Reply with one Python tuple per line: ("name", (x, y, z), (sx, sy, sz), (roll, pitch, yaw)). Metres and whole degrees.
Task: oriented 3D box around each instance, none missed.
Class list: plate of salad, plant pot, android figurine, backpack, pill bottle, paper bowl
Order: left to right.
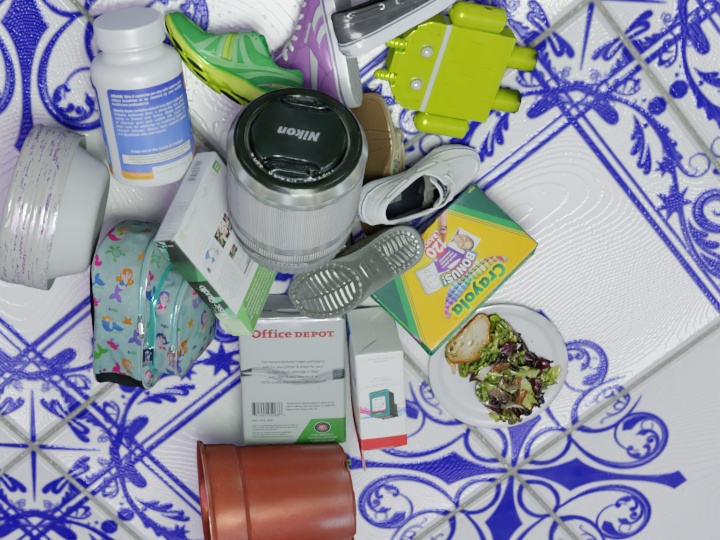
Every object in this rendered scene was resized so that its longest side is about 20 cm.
("paper bowl", (-0.374, -0.074, 1.455), (0.104, 0.201, 0.201), (12, 112, -8))
("pill bottle", (-0.268, -0.213, 1.438), (0.112, 0.112, 0.200), (-5, 121, -1))
("backpack", (-0.271, 0.037, 1.516), (0.150, 0.178, 0.200), (1, 111, 14))
("plant pot", (-0.114, 0.317, 1.588), (0.195, 0.201, 0.201), (-6, 114, -11))
("android figurine", (0.117, -0.252, 1.472), (0.200, 0.041, 0.182), (8, 125, -18))
("plate of salad", (0.197, 0.142, 1.665), (0.200, 0.048, 0.200), (-1, 113, -3))

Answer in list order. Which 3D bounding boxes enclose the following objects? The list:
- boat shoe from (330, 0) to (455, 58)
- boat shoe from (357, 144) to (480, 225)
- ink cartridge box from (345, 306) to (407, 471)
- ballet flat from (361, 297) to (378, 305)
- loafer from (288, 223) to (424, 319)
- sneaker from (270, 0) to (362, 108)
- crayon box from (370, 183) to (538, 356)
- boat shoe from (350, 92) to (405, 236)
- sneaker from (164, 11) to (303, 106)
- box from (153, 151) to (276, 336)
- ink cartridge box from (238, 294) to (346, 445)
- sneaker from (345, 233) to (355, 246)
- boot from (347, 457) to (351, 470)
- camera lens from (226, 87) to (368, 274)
("boat shoe", (0.047, -0.329, 1.410), (0.200, 0.070, 0.066), (-33, 116, -15))
("boat shoe", (0.087, -0.102, 1.494), (0.200, 0.065, 0.074), (-30, 121, -28))
("ink cartridge box", (0.022, 0.164, 1.620), (0.067, 0.116, 0.200), (-6, 121, -4))
("ballet flat", (0.073, 0.016, 1.593), (0.200, 0.069, 0.070), (-10, 114, 2))
("loafer", (0.000, 0.000, 1.493), (0.200, 0.070, 0.075), (-25, 98, 22))
("sneaker", (-0.068, -0.295, 1.449), (0.114, 0.073, 0.201), (-2, 103, 19))
("crayon box", (0.120, 0.000, 1.535), (0.200, 0.058, 0.119), (-45, 80, -6))
("boat shoe", (0.023, -0.137, 1.533), (0.073, 0.063, 0.200), (5, 113, 23))
("sneaker", (-0.154, -0.259, 1.443), (0.200, 0.074, 0.084), (35, 76, 12))
("box", (-0.173, -0.031, 1.488), (0.036, 0.144, 0.200), (-3, 141, 31))
("ink cartridge box", (-0.092, 0.136, 1.626), (0.146, 0.083, 0.200), (0, 115, -3))
("sneaker", (-0.058, -0.073, 1.537), (0.070, 0.082, 0.200), (-25, 112, 11))
("boot", (-0.102, 0.347, 1.719), (0.154, 0.073, 0.204), (10, 108, -4))
("camera lens", (-0.078, -0.105, 1.388), (0.160, 0.160, 0.200), (3, 151, -5))
